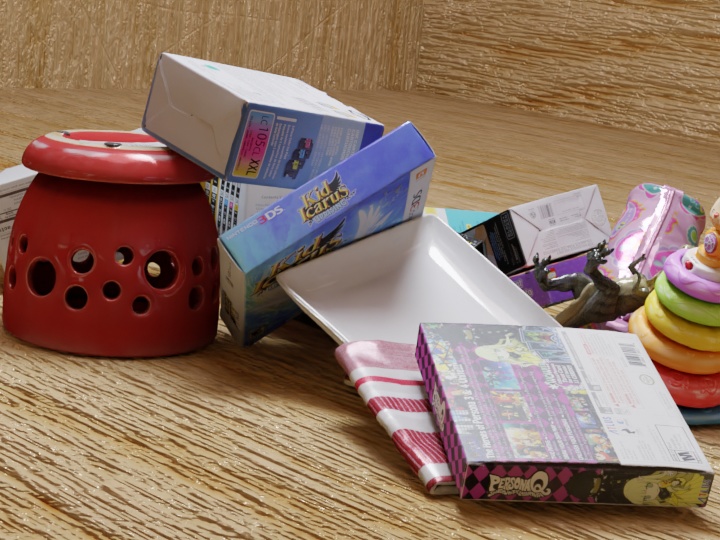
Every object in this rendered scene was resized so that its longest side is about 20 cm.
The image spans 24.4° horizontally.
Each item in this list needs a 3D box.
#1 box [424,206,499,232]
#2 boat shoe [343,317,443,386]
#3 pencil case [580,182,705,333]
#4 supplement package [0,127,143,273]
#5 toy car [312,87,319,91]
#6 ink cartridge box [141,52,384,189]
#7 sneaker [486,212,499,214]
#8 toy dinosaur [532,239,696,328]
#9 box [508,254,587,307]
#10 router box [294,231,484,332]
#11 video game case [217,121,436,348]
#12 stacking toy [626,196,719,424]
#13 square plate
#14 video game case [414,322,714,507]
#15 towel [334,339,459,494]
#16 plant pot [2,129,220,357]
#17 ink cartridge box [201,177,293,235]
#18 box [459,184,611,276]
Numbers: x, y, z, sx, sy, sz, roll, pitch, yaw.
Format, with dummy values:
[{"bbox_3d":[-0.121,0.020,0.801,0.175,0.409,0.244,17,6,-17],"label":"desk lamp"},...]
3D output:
[{"bbox_3d":[0.068,-0.024,1.813,0.198,0.083,0.049,3,-32,-25],"label":"box"},{"bbox_3d":[0.058,0.066,1.460,0.071,0.063,0.199,17,17,39],"label":"boat shoe"},{"bbox_3d":[0.263,0.008,1.568,0.087,0.088,0.201,10,47,24],"label":"pencil case"},{"bbox_3d":[-0.268,-0.070,1.707,0.198,0.112,0.156,-16,11,2],"label":"supplement package"},{"bbox_3d":[-0.082,-0.112,1.965,0.174,0.202,0.149,-25,33,-33],"label":"toy car"},{"bbox_3d":[-0.075,-0.127,1.495,0.199,0.077,0.136,3,22,-45],"label":"ink cartridge box"},{"bbox_3d":[0.094,-0.026,1.922,0.198,0.076,0.115,5,10,28],"label":"sneaker"},{"bbox_3d":[0.199,0.018,1.456,0.199,0.088,0.048,-24,37,17],"label":"toy dinosaur"},{"bbox_3d":[0.203,0.012,1.670,0.199,0.039,0.136,-14,-5,-42],"label":"box"},{"bbox_3d":[0.000,0.000,1.616,0.199,0.051,0.149,19,43,36],"label":"router box"},{"bbox_3d":[-0.032,-0.027,1.468,0.199,0.046,0.182,-32,-18,-16],"label":"video game case"},{"bbox_3d":[0.284,0.024,1.394,0.109,0.201,0.116,2,31,-20],"label":"stacking toy"},{"bbox_3d":[0.058,0.043,1.409,0.199,0.029,0.198,-22,54,-40],"label":"square plate"},{"bbox_3d":[0.143,0.102,1.223,0.179,0.036,0.200,4,26,-11],"label":"video game case"},{"bbox_3d":[0.078,0.106,1.260,0.143,0.023,0.200,0,26,-22],"label":"towel"},{"bbox_3d":[-0.224,-0.031,1.522,0.198,0.184,0.200,4,9,-1],"label":"plant pot"},{"bbox_3d":[-0.121,-0.076,1.798,0.083,0.177,0.200,0,12,-24],"label":"ink cartridge box"},{"bbox_3d":[0.153,-0.023,1.702,0.116,0.061,0.200,-15,-5,-30],"label":"box"}]
